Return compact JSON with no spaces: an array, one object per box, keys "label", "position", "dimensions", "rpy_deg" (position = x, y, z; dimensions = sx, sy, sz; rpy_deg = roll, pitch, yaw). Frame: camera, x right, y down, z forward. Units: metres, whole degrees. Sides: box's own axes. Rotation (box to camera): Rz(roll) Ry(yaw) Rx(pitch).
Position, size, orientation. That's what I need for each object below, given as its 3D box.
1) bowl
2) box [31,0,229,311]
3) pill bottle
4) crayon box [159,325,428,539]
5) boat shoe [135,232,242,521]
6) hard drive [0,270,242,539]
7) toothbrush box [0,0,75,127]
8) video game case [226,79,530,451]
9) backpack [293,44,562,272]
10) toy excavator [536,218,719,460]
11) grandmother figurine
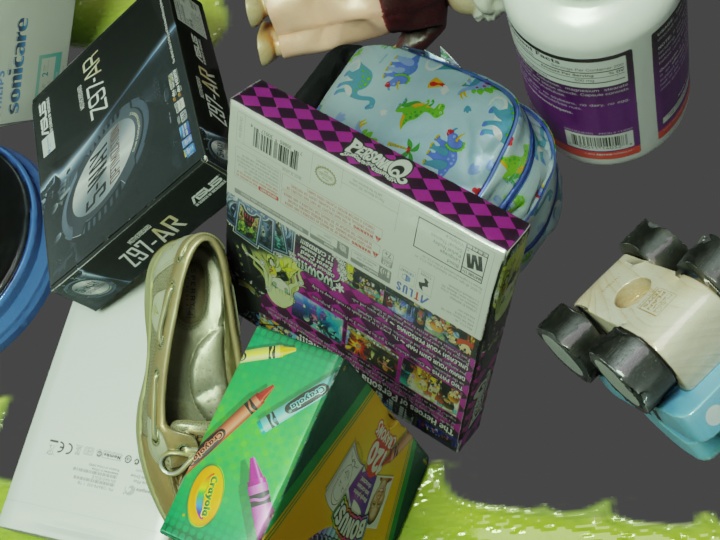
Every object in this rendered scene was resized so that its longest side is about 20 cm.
[{"label":"bowl","position":[-0.331,-0.016,0.930],"dimensions":[0.199,0.039,0.203],"rpy_deg":[-6,65,14]},{"label":"box","position":[-0.169,-0.096,0.866],"dimensions":[0.160,0.043,0.201],"rpy_deg":[-36,49,23]},{"label":"pill bottle","position":[0.152,-0.159,0.754],"dimensions":[0.111,0.200,0.114],"rpy_deg":[-6,65,14]},{"label":"crayon box","position":[-0.028,0.127,0.682],"dimensions":[0.058,0.200,0.120],"rpy_deg":[18,73,24]},{"label":"boat shoe","position":[-0.105,0.078,0.770],"dimensions":[0.072,0.063,0.203],"rpy_deg":[1,85,-22]},{"label":"hard drive","position":[-0.166,0.096,0.837],"dimensions":[0.131,0.027,0.202],"rpy_deg":[7,70,20]},{"label":"toothbrush box","position":[-0.327,-0.225,0.955],"dimensions":[0.199,0.085,0.148],"rpy_deg":[32,122,28]},{"label":"video game case","position":[0.000,0.000,0.739],"dimensions":[0.199,0.182,0.036],"rpy_deg":[30,48,22]},{"label":"backpack","position":[0.038,-0.068,0.795],"dimensions":[0.199,0.154,0.164],"rpy_deg":[29,71,14]},{"label":"toy excavator","position":[0.226,0.083,0.689],"dimensions":[0.100,0.200,0.194],"rpy_deg":[-44,21,-5]},{"label":"grandmother figurine","position":[0.018,-0.201,0.866],"dimensions":[0.198,0.122,0.061],"rpy_deg":[-5,52,10]}]
